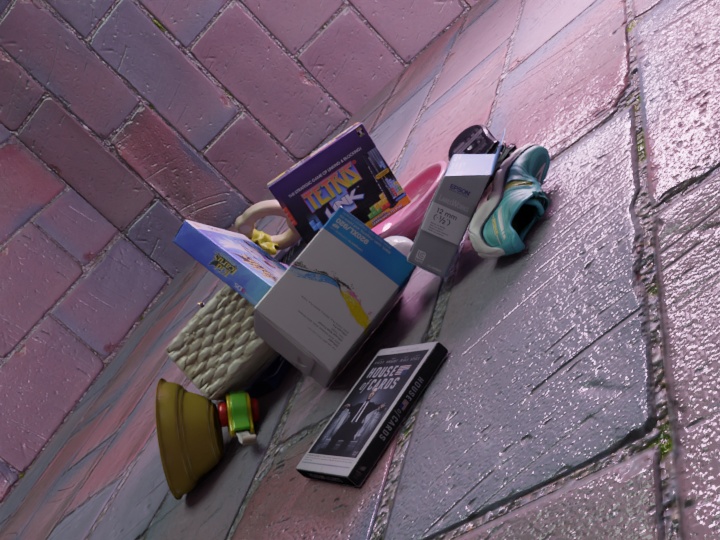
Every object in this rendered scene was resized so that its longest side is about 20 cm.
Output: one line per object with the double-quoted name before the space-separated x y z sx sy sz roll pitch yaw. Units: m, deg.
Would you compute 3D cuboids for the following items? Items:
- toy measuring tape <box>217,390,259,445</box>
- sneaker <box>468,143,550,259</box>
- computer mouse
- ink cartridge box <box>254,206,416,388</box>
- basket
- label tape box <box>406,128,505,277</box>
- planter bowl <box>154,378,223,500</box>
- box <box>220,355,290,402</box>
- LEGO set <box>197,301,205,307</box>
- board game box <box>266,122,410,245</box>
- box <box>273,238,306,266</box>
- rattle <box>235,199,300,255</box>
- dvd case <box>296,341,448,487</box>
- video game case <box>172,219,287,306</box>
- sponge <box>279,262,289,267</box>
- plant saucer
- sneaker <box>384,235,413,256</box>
"toy measuring tape" -0.194 0.233 1.366 0.074 0.074 0.200 -49 9 -11
"sneaker" 0.219 -0.091 1.129 0.079 0.078 0.201 -3 47 42
"computer mouse" 0.204 -0.184 1.443 0.138 0.053 0.200 -43 25 17
"ink cartridge box" -0.041 0.044 1.234 0.200 0.144 0.147 -51 -6 -18
"basket" -0.216 0.116 1.440 0.200 0.136 0.123 -46 -9 5
"label tape box" 0.138 -0.108 1.199 0.143 0.066 0.201 -60 -9 -68
"planter bowl" -0.276 0.272 1.400 0.083 0.202 0.200 -9 15 -3
"box" -0.171 0.180 1.541 0.200 0.032 0.121 -32 21 47
"LEGO set" -0.232 0.094 1.666 0.200 0.154 0.116 -33 -7 38
"board game box" -0.038 -0.136 1.484 0.199 0.166 0.057 -34 15 0
"box" -0.073 -0.023 1.647 0.200 0.117 0.197 -44 14 12
"rattle" -0.133 -0.069 1.580 0.199 0.131 0.143 -15 34 11
"dvd case" 0.013 0.174 1.043 0.200 0.025 0.150 -53 16 -24
"video game case" -0.179 -0.003 1.378 0.046 0.200 0.181 -58 -22 9
"sponge" -0.175 0.064 1.560 0.030 0.111 0.201 -69 0 -49
"plant saucer" 0.097 -0.113 1.544 0.200 0.051 0.201 -43 14 13
"sneaker" 0.000 0.000 1.380 0.199 0.072 0.072 -21 10 -12
